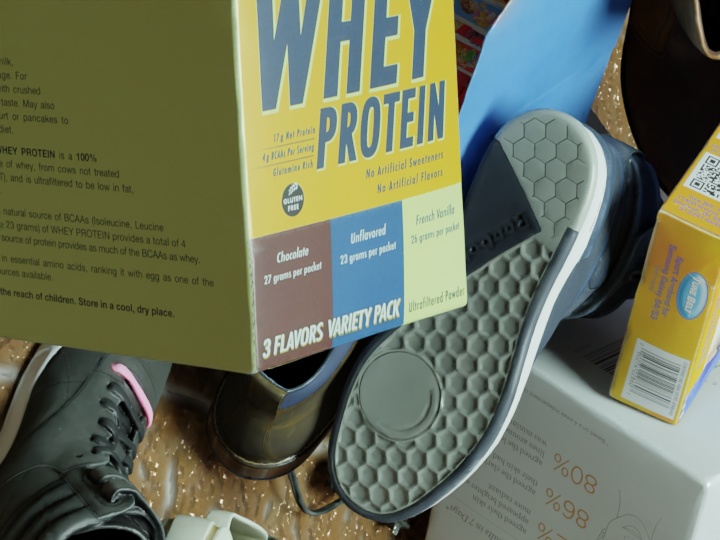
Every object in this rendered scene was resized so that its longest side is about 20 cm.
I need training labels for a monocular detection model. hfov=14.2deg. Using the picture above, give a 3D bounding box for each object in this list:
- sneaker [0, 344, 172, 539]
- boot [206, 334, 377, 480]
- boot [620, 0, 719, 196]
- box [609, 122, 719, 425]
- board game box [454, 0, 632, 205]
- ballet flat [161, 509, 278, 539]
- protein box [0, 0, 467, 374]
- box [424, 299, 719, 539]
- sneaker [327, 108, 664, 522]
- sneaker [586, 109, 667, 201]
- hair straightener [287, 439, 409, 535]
[{"bbox_3d":[-0.107,0.087,1.210,0.200,0.099,0.071,-56,133,-33],"label":"sneaker"},{"bbox_3d":[0.000,0.000,1.317,0.201,0.074,0.097,-60,178,-20],"label":"boot"},{"bbox_3d":[0.168,-0.113,1.370,0.200,0.068,0.189,-95,-173,-83],"label":"boot"},{"bbox_3d":[0.183,-0.033,1.359,0.200,0.041,0.119,-49,158,-42],"label":"box"},{"bbox_3d":[0.064,-0.087,1.318,0.158,0.039,0.201,-35,151,-49],"label":"board game box"},{"bbox_3d":[-0.072,0.139,1.260,0.200,0.072,0.072,8,89,-75],"label":"ballet flat"},{"bbox_3d":[-0.077,-0.080,1.142,0.135,0.198,0.201,-16,108,-50],"label":"protein box"},{"bbox_3d":[0.123,0.131,1.419,0.106,0.152,0.201,-22,134,-43],"label":"box"},{"bbox_3d":[0.070,0.025,1.326,0.203,0.077,0.146,-59,162,10],"label":"sneaker"},{"bbox_3d":[0.083,-0.004,1.468,0.147,0.080,0.200,-61,141,-14],"label":"sneaker"},{"bbox_3d":[0.025,0.094,1.425,0.200,0.041,0.077,4,92,-58],"label":"hair straightener"}]
